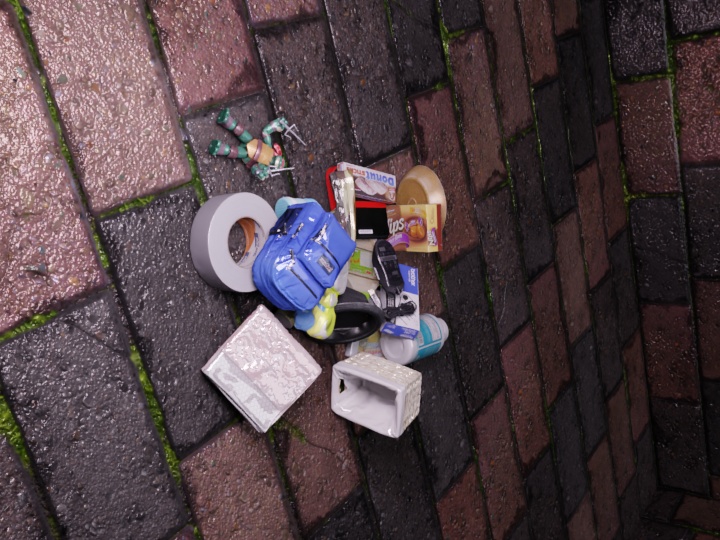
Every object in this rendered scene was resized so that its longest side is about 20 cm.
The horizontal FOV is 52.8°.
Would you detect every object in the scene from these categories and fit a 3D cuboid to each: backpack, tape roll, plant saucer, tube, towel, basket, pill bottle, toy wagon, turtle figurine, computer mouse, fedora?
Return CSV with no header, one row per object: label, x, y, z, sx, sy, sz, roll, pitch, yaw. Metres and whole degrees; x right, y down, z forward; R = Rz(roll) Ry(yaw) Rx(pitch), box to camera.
backpack,-0.120,-0.023,1.490,0.163,0.167,0.201,47,65,-26
tape roll,-0.255,-0.058,1.503,0.198,0.065,0.205,-2,93,-50
plant saucer,0.146,-0.168,1.882,0.035,0.199,0.205,-10,99,-32
tube,-0.121,0.046,1.670,0.058,0.052,0.201,49,56,-19
towel,-0.204,0.208,1.522,0.191,0.032,0.201,-47,108,-18
basket,0.041,0.293,1.758,0.123,0.197,0.138,-27,126,-52
pill bottle,0.150,0.178,1.922,0.198,0.109,0.113,-11,99,-48
toy wagon,0.000,0.000,1.807,0.154,0.039,0.204,15,73,-44
turtle figurine,-0.214,-0.251,1.520,0.197,0.100,0.153,20,61,-33
computer mouse,0.053,0.028,1.779,0.139,0.046,0.203,-16,82,-47
fedora,-0.045,0.095,1.705,0.199,0.199,0.093,29,39,-46

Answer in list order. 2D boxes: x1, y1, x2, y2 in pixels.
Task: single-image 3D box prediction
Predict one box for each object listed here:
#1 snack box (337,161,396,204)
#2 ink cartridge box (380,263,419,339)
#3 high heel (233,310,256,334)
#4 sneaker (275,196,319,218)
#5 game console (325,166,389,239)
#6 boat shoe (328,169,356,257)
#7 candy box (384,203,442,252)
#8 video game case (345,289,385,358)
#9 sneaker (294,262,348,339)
snack box,0.018,-0.214,1.797,0.198,0.024,0.074,6,77,-48
ink cartridge box,0.099,0.074,1.851,0.092,0.044,0.203,15,48,-14
high heel,-0.191,0.182,1.582,0.096,0.067,0.202,-43,120,-27
sneaker,-0.120,-0.070,1.653,0.129,0.079,0.205,-14,103,-47
game console,-0.006,-0.167,1.802,0.198,0.031,0.181,-5,87,-49
boat shoe,-0.043,-0.132,1.692,0.063,0.073,0.205,-3,95,-5
candy box,0.123,-0.109,1.843,0.056,0.198,0.119,-7,97,-37
video game case,0.044,0.148,1.897,0.198,0.023,0.186,21,76,-48
sneaker,-0.094,0.048,1.589,0.076,0.103,0.203,68,34,-57
